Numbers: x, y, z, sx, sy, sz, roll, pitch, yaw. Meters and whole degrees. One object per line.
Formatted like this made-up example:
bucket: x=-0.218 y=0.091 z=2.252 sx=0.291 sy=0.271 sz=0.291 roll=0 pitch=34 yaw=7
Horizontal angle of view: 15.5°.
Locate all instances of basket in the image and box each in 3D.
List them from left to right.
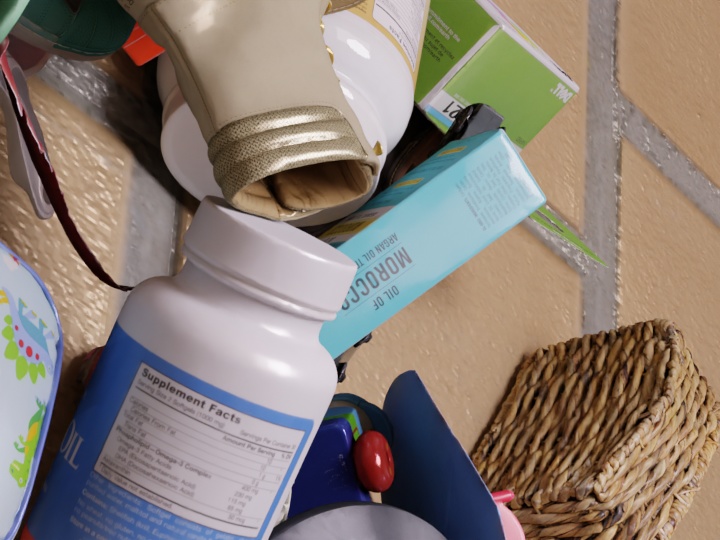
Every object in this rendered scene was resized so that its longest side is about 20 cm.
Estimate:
basket: x=0.168 y=0.145 z=1.704 sx=0.149 sy=0.142 sz=0.200 roll=62 pitch=33 yaw=-20

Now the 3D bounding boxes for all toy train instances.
toy train: x=0.001 y=0.172 z=1.496 sx=0.116 sy=0.084 sz=0.201 roll=-51 pitch=127 yaw=-74
toy train: x=0.018 y=-0.012 z=1.528 sx=0.034 sy=0.200 sz=0.046 roll=34 pitch=1 yaw=-10

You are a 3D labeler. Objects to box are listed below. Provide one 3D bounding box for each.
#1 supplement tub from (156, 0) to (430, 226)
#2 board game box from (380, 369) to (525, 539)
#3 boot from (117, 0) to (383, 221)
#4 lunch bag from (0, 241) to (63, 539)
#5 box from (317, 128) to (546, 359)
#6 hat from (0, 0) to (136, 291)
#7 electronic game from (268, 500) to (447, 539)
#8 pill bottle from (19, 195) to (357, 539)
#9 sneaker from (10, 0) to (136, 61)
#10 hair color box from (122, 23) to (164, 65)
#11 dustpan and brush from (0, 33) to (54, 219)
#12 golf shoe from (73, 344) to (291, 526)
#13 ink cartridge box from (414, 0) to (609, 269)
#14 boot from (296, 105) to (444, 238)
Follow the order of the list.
supplement tub: x=-0.035 y=-0.139 z=1.488 sx=0.144 sy=0.144 sz=0.201 roll=46 pitch=42 yaw=-40
board game box: x=0.064 y=0.149 z=1.493 sx=0.200 sy=0.039 sz=0.159 roll=-122 pitch=-152 yaw=-47
boot: x=-0.030 y=-0.103 z=1.311 sx=0.200 sy=0.073 sz=0.156 roll=-5 pitch=63 yaw=-57
lunch bag: x=-0.224 y=0.036 z=1.164 sx=0.200 sy=0.082 sz=0.161 roll=45 pitch=41 yaw=-41
box: x=0.000 y=0.000 z=1.441 sx=0.200 sy=0.082 sz=0.049 roll=-36 pitch=98 yaw=-17
hat: x=-0.204 y=-0.109 z=1.255 sx=0.176 sy=0.165 sz=0.201 roll=65 pitch=23 yaw=-66
electronic game: x=-0.016 y=0.219 z=1.394 sx=0.199 sy=0.042 sz=0.201 roll=-11 pitch=108 yaw=-35
pill bottle: x=-0.078 y=0.071 z=1.273 sx=0.112 sy=0.112 sz=0.201 roll=17 pitch=99 yaw=-55
sneaker: x=-0.170 y=-0.184 z=1.268 sx=0.200 sy=0.080 sz=0.072 roll=45 pitch=44 yaw=-21
hair color box: x=-0.152 y=-0.214 z=1.379 sx=0.200 sy=0.061 sz=0.102 roll=50 pitch=15 yaw=-35
dustpan and brush: x=-0.187 y=-0.118 z=1.311 sx=0.139 sy=0.057 sz=0.201 roll=6 pitch=72 yaw=-58
golf shoe: x=-0.070 y=0.122 z=1.374 sx=0.201 sy=0.092 sz=0.073 roll=64 pitch=31 yaw=-21
ink cartridge box: x=0.088 y=-0.104 z=1.625 sx=0.200 sy=0.076 sz=0.148 roll=47 pitch=8 yaw=25
boot: x=-0.023 y=-0.065 z=1.572 sx=0.097 sy=0.075 sz=0.200 roll=52 pitch=34 yaw=-3
